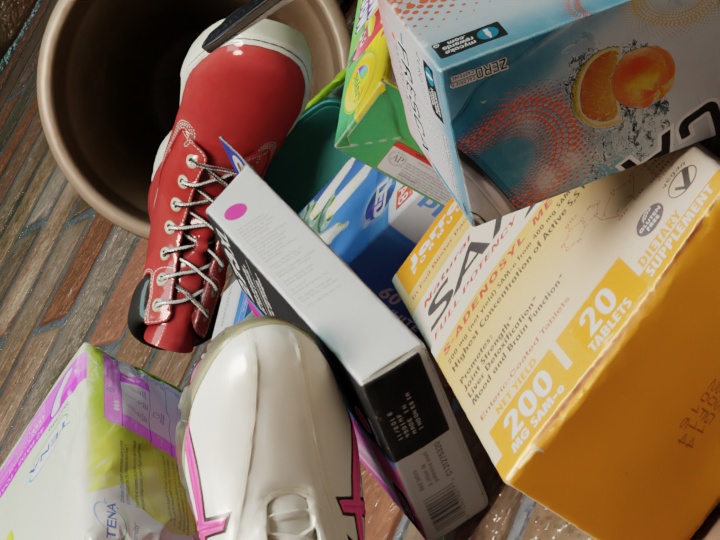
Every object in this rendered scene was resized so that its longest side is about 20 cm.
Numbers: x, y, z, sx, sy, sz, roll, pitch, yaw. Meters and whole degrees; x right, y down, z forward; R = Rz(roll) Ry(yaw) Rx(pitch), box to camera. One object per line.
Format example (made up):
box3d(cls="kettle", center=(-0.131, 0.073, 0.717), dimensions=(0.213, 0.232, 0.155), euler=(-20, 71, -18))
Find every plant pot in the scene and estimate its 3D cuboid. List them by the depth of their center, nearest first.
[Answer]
box3d(cls="plant pot", center=(-0.101, -0.121, 1.232), dimensions=(0.201, 0.200, 0.175), euler=(-57, 2, 4))

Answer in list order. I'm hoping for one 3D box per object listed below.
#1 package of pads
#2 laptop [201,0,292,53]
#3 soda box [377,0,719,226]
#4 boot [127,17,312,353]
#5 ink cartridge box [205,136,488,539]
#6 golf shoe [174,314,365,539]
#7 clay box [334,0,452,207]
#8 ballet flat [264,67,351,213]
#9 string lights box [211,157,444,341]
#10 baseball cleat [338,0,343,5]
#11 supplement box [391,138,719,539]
box3d(cls="package of pads", center=(-0.136, 0.139, 0.869), dimensions=(0.155, 0.068, 0.200), euler=(-54, 20, 16))
box3d(cls="laptop", center=(0.076, -0.115, 0.733), dimensions=(0.200, 0.116, 0.187), euler=(-37, 7, -29))
box3d(cls="soda box", center=(0.111, -0.088, 0.628), dimensions=(0.199, 0.064, 0.068), euler=(-21, 37, -6))
box3d(cls="boot", center=(-0.081, -0.036, 1.031), dimensions=(0.200, 0.072, 0.145), euler=(123, 158, -57))
box3d(cls="ink cartridge box", center=(-0.017, 0.024, 0.810), dimensions=(0.037, 0.095, 0.200), euler=(-30, 38, -9))
box3d(cls="golf shoe", center=(-0.025, 0.118, 0.729), dimensions=(0.092, 0.072, 0.201), euler=(-146, 50, -62))
box3d(cls="clay box", center=(0.055, -0.104, 0.888), dimensions=(0.048, 0.114, 0.201), euler=(-51, 19, 35))
box3d(cls="ballet flat", center=(0.015, -0.099, 1.074), dimensions=(0.200, 0.067, 0.067), euler=(-48, 0, 36))
box3d(cls="string lights box", center=(0.000, 0.000, 0.951), dimensions=(0.200, 0.059, 0.103), euler=(-45, 22, 34))
box3d(cls="baseball cleat", center=(-0.003, -0.238, 1.334), dimensions=(0.200, 0.069, 0.107), euler=(141, 148, -65))
box3d(cls="supplement box", center=(0.090, 0.005, 0.697), dimensions=(0.126, 0.073, 0.200), euler=(-54, 19, 9))
